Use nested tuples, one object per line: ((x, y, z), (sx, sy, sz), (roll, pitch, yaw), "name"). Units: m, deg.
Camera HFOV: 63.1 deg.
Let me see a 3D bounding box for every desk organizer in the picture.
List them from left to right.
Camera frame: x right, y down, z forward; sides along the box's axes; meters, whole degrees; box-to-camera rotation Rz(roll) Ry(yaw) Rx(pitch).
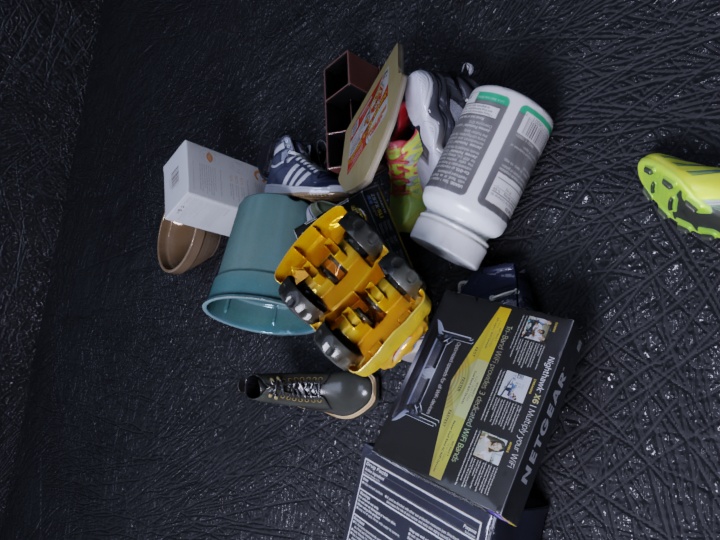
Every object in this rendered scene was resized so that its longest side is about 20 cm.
((-0.010, -0.258, 0.989), (0.071, 0.076, 0.203), (-22, 63, 43), "desk organizer")

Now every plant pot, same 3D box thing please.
((-0.383, -0.085, 1.349), (0.199, 0.092, 0.204), (-19, 65, 45), "plant pot")
((-0.154, -0.012, 1.007), (0.199, 0.199, 0.199), (-17, 60, 44), "plant pot")

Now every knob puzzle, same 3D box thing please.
((0.022, -0.190, 0.824), (0.221, 0.030, 0.222), (-55, 24, 39), "knob puzzle")

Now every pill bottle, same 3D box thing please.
((0.145, -0.111, 0.723), (0.113, 0.112, 0.202), (26, 89, 48), "pill bottle")

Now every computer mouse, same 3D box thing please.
((-0.117, -0.193, 1.117), (0.198, 0.052, 0.141), (21, 93, 37), "computer mouse")

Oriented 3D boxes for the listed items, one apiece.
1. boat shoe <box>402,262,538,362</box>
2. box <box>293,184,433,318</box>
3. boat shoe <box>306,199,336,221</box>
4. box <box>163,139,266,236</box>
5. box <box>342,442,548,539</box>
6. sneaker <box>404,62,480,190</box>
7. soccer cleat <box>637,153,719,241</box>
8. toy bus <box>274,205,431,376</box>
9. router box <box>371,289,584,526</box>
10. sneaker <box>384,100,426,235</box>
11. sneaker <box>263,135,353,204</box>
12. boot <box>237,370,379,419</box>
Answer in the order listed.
((0.134, 0.058, 0.748), (0.198, 0.074, 0.094), (-19, 58, 36), "boat shoe")
((0.000, 0.000, 0.860), (0.159, 0.049, 0.203), (-23, 91, 41), "box")
((-0.011, -0.071, 0.927), (0.199, 0.071, 0.063), (34, 130, 34), "boat shoe")
((-0.279, -0.152, 1.168), (0.097, 0.198, 0.126), (-34, 55, 37), "box")
((0.085, 0.329, 0.675), (0.198, 0.122, 0.202), (12, 88, 47), "box")
((0.134, -0.180, 0.804), (0.075, 0.112, 0.203), (-147, 40, -66), "sneaker")
((0.354, -0.068, 0.549), (0.083, 0.065, 0.200), (-39, 41, -4), "soccer cleat")
((0.017, 0.049, 0.716), (0.136, 0.192, 0.200), (-45, 48, 1), "toy bus")
((0.122, 0.131, 0.613), (0.156, 0.052, 0.202), (13, 68, 41), "router box")
((0.065, -0.154, 0.864), (0.077, 0.089, 0.204), (5, 84, 47), "sneaker")
((-0.089, -0.175, 1.017), (0.198, 0.070, 0.110), (8, 86, 39), "sneaker")
((-0.081, 0.185, 0.893), (0.198, 0.137, 0.079), (-18, 65, 43), "boot")
